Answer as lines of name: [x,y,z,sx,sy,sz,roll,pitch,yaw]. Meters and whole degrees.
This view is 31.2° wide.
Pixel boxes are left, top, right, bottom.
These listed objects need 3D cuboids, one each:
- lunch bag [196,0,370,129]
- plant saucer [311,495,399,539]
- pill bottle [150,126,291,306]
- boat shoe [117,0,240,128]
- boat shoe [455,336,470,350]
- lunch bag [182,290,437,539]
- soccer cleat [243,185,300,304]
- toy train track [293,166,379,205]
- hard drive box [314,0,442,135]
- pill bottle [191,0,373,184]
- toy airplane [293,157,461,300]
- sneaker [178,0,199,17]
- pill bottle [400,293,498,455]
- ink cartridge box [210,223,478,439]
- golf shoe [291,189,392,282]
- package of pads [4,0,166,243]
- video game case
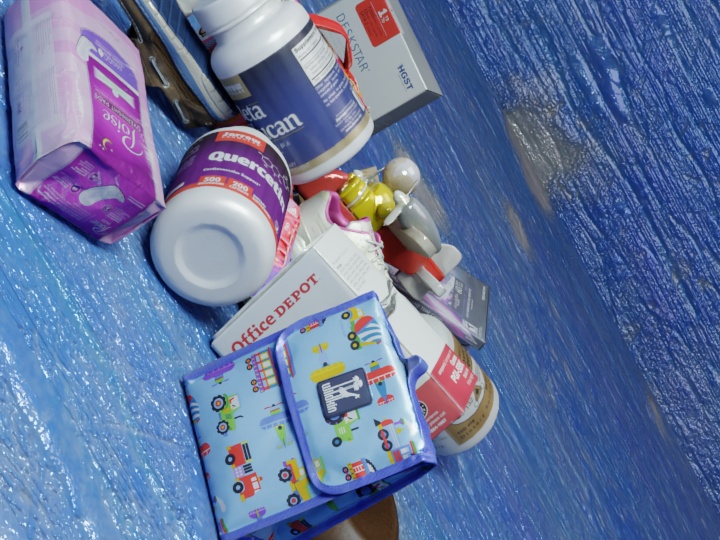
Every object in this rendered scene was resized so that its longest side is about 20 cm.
lunch bag: [-0.085,-0.209,1.417,0.200,0.175,0.083,45,22,-41]
plant saucer: [-0.013,0.211,1.247,0.201,0.036,0.201,53,19,-27]
pill bottle: [-0.124,-0.060,1.195,0.113,0.112,0.201,55,19,-23]
boat shoe: [-0.199,-0.217,1.272,0.201,0.072,0.073,56,19,-30]
boat shoe: [0.071,0.037,1.689,0.200,0.070,0.071,44,42,15]
lunch bag: [-0.029,0.122,1.055,0.094,0.198,0.152,33,33,-57]
soccer cleat: [-0.093,-0.035,1.311,0.068,0.073,0.201,48,23,-38]
toy train track: [-0.036,-0.099,1.600,0.199,0.032,0.116,-27,106,-58]
hard drive box: [-0.022,-0.241,1.603,0.157,0.198,0.077,64,18,7]
pill bottle: [-0.081,-0.197,1.286,0.201,0.110,0.111,56,18,-21]
toy airplane: [0.037,-0.058,1.484,0.199,0.142,0.199,28,3,27]
sneaker: [-0.227,-0.347,1.336,0.201,0.099,0.078,53,19,-28]
pill bottle: [0.068,0.116,1.482,0.200,0.113,0.115,48,22,-38]
ink cartridge box: [-0.014,0.081,1.171,0.200,0.147,0.083,47,24,-3]
golf shoe: [0.000,0.000,1.361,0.200,0.092,0.075,43,11,5]
package of pads: [-0.230,-0.135,1.062,0.120,0.075,0.202,37,30,-48]
video game case: [0.078,0.008,1.634,0.199,0.019,0.143,33,28,-10]
